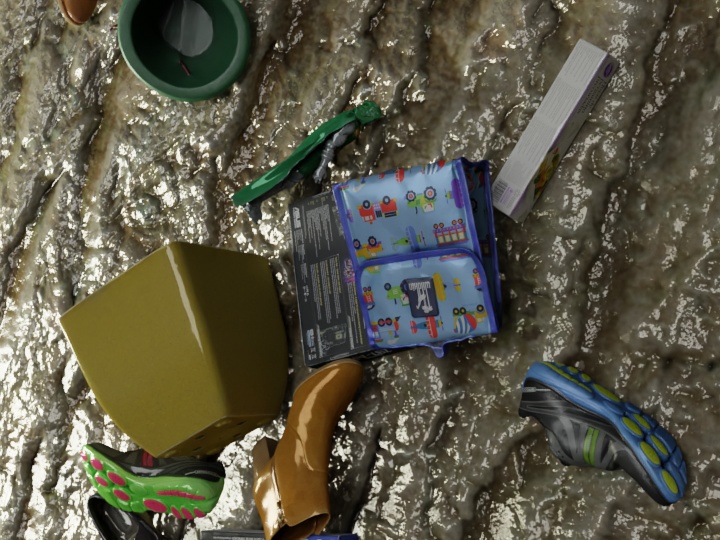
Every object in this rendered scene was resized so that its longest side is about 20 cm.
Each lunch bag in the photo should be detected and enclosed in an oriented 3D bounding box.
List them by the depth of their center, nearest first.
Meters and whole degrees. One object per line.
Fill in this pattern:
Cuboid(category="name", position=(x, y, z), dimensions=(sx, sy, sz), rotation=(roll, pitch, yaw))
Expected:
Cuboid(category="lunch bag", position=(0.069, -0.007, 1.290), dimensions=(0.150, 0.094, 0.202), rotation=(-10, 88, 24))

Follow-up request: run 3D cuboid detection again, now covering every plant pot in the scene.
Cuboid(category="plant pot", position=(-0.199, 0.107, 1.421), dimensions=(0.195, 0.194, 0.201), rotation=(-30, 71, 24))

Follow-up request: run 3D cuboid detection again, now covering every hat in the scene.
Cuboid(category="hat", position=(-0.233, -0.326, 1.626), dimensions=(0.200, 0.176, 0.166), rotation=(37, 101, -6))

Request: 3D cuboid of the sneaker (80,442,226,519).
Cuboid(category="sneaker", position=(-0.253, 0.249, 1.485), dimensions=(0.199, 0.084, 0.077), rotation=(12, 123, 20))

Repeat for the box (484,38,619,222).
Cuboid(category="box", position=(0.204, -0.147, 1.292), dimensions=(0.041, 0.039, 0.201), rotation=(35, 100, 32))

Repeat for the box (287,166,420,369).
Cuboid(category="box", position=(0.000, 0.000, 1.393), dimensions=(0.159, 0.043, 0.201), rotation=(-17, 72, 29))

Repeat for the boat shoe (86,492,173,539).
Cuboid(category="boat shoe", position=(-0.271, 0.345, 1.488), dimensions=(0.200, 0.065, 0.072), rotation=(43, 103, 31))

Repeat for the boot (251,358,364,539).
Cuboid(category="boot", position=(-0.048, 0.209, 1.346), dimensions=(0.201, 0.071, 0.144), rotation=(-48, 39, 25))

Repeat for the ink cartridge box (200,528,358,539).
Cuboid(category="ink cartridge box", position=(-0.096, 0.347, 1.387), dimensions=(0.199, 0.044, 0.095), rotation=(-5, 79, 32))

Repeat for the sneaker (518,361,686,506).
Cuboid(category="sneaker", position=(0.238, 0.168, 1.198), dimensions=(0.199, 0.071, 0.083), rotation=(36, 115, 34))

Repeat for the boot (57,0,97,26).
Cuboid(category="boot", position=(-0.338, -0.438, 1.692), dimensions=(0.154, 0.077, 0.201), rotation=(9, 79, 30))

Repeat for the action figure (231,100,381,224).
Cuboid(category="action figure", position=(-0.057, -0.133, 1.436), dimensions=(0.200, 0.118, 0.055), rotation=(-39, 98, 8))
